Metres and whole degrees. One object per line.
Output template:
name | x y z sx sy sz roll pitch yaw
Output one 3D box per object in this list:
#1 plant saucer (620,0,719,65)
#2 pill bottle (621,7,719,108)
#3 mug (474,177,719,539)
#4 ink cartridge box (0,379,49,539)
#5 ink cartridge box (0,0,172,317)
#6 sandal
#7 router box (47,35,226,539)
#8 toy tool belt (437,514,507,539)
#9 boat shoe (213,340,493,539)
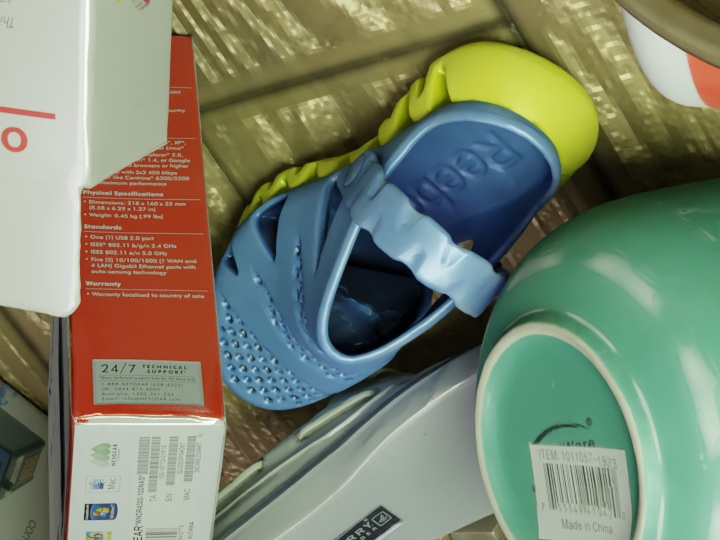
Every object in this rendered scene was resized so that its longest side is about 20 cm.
plant saucer | 0.139 -0.120 0.522 0.200 0.200 0.029 4 154 20
pill bottle | 0.175 -0.097 0.590 0.200 0.113 0.113 3 133 21
mug | 0.111 0.038 0.695 0.152 0.114 0.185 54 141 36
ink cartridge box | -0.211 0.099 0.930 0.200 0.145 0.087 42 133 -16
ink cartridge box | -0.123 -0.096 0.700 0.115 0.068 0.200 10 109 16
sandal | 0.000 0.000 0.783 0.079 0.087 0.200 33 138 -11
router box | -0.085 0.048 0.797 0.049 0.180 0.200 0 136 -10
toy tool belt | 0.056 0.145 0.871 0.200 0.125 0.123 -14 130 41
boat shoe | 0.012 0.071 0.848 0.200 0.066 0.072 -40 127 16
